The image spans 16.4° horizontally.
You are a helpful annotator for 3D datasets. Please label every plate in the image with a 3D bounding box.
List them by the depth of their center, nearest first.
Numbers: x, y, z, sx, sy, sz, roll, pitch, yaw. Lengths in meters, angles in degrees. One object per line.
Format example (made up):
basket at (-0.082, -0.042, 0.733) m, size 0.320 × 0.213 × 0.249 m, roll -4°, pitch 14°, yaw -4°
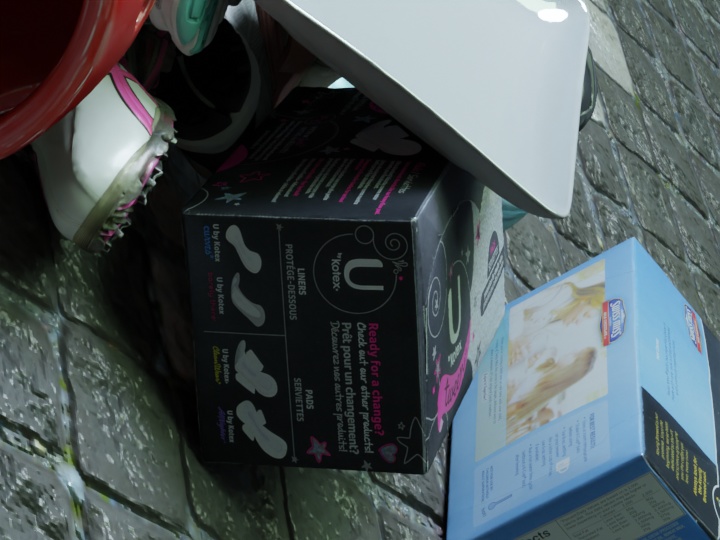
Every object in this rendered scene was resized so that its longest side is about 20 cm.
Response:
plate at (0.025, -0.129, 1.195) m, size 0.200 × 0.032 × 0.200 m, roll 37°, pitch 33°, yaw -18°

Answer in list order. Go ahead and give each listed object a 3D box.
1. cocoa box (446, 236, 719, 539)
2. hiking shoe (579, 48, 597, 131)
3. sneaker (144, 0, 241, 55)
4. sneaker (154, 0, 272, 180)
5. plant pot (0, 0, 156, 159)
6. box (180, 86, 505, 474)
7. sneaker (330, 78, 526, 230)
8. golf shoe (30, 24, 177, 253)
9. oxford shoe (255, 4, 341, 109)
cocoa box at (0.137, 0.107, 1.408) m, size 0.131 × 0.133 × 0.200 m, roll 48°, pitch 26°, yaw -27°
hiking shoe at (0.090, -0.175, 1.727) m, size 0.101 × 0.076 × 0.200 m, roll 9°, pitch 46°, yaw -51°
sneaker at (-0.094, -0.164, 1.183) m, size 0.091 × 0.078 × 0.200 m, roll 18°, pitch 17°, yaw 2°
sneaker at (-0.086, -0.125, 1.307) m, size 0.079 × 0.074 × 0.201 m, roll 64°, pitch 13°, yaw -51°
plant pot at (-0.160, -0.156, 1.003) m, size 0.201 × 0.200 × 0.183 m, roll 58°, pitch 23°, yaw -8°
box at (0.000, 0.000, 1.215) m, size 0.200 × 0.114 × 0.133 m, roll -54°, pitch 143°, yaw -64°
sneaker at (0.041, -0.086, 1.493) m, size 0.200 × 0.082 × 0.074 m, roll 34°, pitch 34°, yaw -47°
golf shoe at (-0.135, -0.078, 1.144) m, size 0.092 × 0.073 × 0.200 m, roll 28°, pitch 25°, yaw -20°
oxford shoe at (-0.017, -0.122, 1.331) m, size 0.200 × 0.074 × 0.071 m, roll 148°, pitch -66°, yaw -79°
